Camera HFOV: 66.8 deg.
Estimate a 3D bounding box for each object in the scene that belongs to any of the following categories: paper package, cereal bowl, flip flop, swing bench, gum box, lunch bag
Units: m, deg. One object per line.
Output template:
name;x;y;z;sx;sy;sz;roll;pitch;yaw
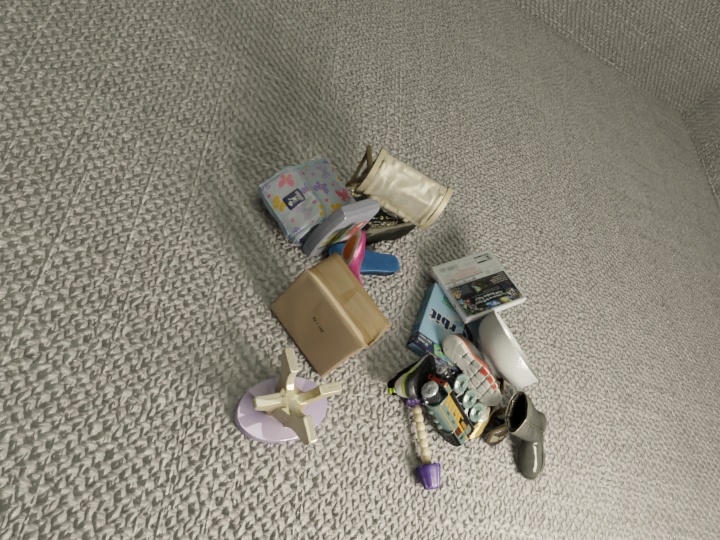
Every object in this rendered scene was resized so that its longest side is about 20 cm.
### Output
paper package;-0.068;0.098;1.161;0.201;0.190;0.103;53;44;4
cereal bowl;0.356;0.207;1.368;0.201;0.083;0.200;52;13;-17
flip flop;0.364;0.369;1.370;0.057;0.082;0.199;39;45;24
swing bench;0.087;-0.200;1.327;0.198;0.131;0.200;27;10;-16
gum box;0.222;0.158;1.417;0.169;0.045;0.201;36;48;-12
lunch bag;-0.128;-0.165;1.326;0.199;0.127;0.170;-23;72;-37

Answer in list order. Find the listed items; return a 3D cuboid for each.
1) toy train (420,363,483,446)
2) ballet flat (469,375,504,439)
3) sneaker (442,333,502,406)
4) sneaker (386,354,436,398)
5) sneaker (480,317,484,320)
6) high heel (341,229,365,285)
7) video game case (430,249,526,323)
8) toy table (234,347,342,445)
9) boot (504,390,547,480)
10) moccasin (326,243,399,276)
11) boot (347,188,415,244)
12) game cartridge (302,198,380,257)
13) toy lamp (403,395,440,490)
toy train;0.205;0.305;1.237;0.114;0.085;0.201;-44;124;-21
ballet flat;0.303;0.328;1.352;0.068;0.063;0.200;30;44;15
sneaker;0.286;0.232;1.336;0.082;0.077;0.201;-19;71;-53
sneaker;0.119;0.244;1.277;0.199;0.082;0.073;-10;92;-63
sneaker;0.331;0.063;1.517;0.070;0.080;0.202;25;45;-21
high heel;0.000;0.000;1.274;0.095;0.202;0.067;9;23;-23
video game case;0.314;0.038;1.460;0.198;0.023;0.183;-16;56;-23
toy table;-0.136;0.256;1.070;0.199;0.117;0.185;-17;73;-38
boot;0.390;0.394;1.290;0.200;0.072;0.184;42;53;-57
moccasin;0.002;-0.011;1.360;0.198;0.068;0.081;15;63;-24
boot;0.052;-0.157;1.477;0.202;0.074;0.155;-14;69;-40
game cartridge;-0.052;-0.096;1.283;0.132;0.200;0.041;-17;75;-39
toy lamp;0.139;0.381;1.219;0.058;0.058;0.202;5;59;-31
